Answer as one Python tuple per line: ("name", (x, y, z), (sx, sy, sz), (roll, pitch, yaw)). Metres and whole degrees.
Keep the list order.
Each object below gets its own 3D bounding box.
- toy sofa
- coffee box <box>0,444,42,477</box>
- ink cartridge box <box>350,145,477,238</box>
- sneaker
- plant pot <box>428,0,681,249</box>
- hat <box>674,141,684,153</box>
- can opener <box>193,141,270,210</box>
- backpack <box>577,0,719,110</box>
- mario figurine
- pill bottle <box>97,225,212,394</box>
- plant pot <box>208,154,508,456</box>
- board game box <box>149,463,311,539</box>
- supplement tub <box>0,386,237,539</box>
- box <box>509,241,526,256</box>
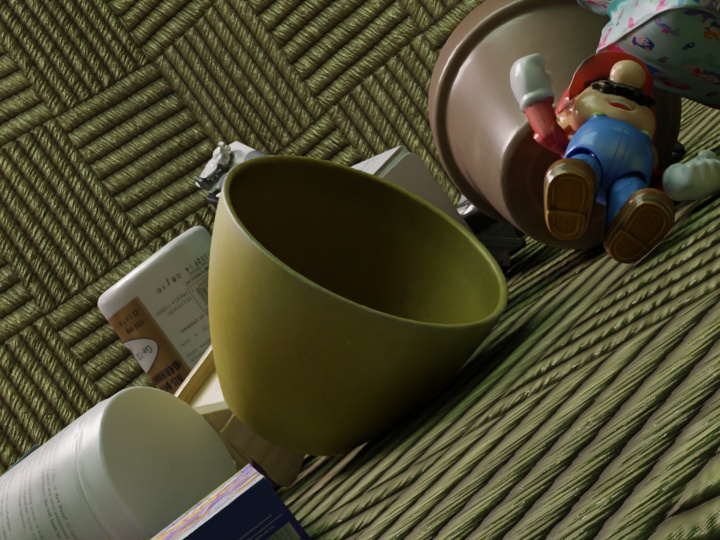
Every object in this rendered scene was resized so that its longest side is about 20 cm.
("toy sofa", (-0.051, 0.052, 1.388), (0.200, 0.098, 0.083), (-54, 28, -9))
("coffee box", (-0.302, 0.229, 1.465), (0.123, 0.044, 0.200), (-45, -6, -46))
("ink cartridge box", (0.000, 0.000, 1.543), (0.084, 0.146, 0.200), (-46, 14, -33))
("sneaker", (0.110, -0.071, 1.686), (0.200, 0.074, 0.116), (100, 178, -77))
("plant pot", (0.151, -0.099, 1.435), (0.200, 0.200, 0.175), (-36, 20, 15))
("hat", (0.175, -0.112, 1.662), (0.201, 0.200, 0.081), (-48, -19, -82))
("can opener", (-0.080, -0.065, 1.547), (0.053, 0.067, 0.200), (-45, 23, -9))
("backpack", (0.264, -0.193, 1.304), (0.177, 0.199, 0.152), (157, 125, -69))
("mario figurine", (0.163, -0.092, 1.240), (0.106, 0.124, 0.200), (-30, 21, 20))
("pill bottle", (-0.122, 0.073, 1.623), (0.114, 0.200, 0.114), (-36, 2, 1))
("plant pot", (-0.020, 0.037, 1.263), (0.143, 0.199, 0.200), (-66, -12, 25))
("board game box", (-0.125, 0.191, 1.085), (0.200, 0.045, 0.134), (-37, 2, -7))
("supplement tub", (-0.188, 0.179, 1.274), (0.200, 0.132, 0.132), (-36, 2, 31))
("box", (0.049, 0.002, 1.838), (0.199, 0.039, 0.137), (-19, -4, -12))
